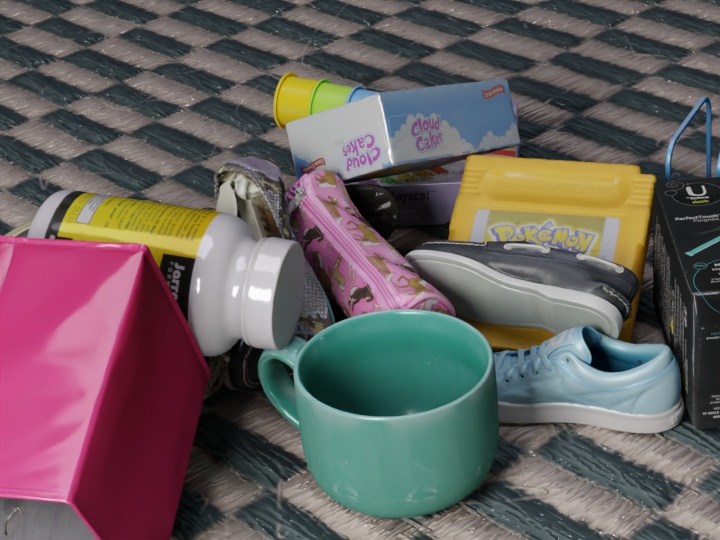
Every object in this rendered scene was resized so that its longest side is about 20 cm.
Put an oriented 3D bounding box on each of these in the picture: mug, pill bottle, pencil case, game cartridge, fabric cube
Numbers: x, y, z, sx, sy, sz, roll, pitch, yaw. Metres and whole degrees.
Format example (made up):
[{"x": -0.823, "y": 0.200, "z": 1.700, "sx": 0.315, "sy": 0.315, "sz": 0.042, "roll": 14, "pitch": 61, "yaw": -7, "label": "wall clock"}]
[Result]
[{"x": 0.023, "y": 0.110, "z": 1.374, "sx": 0.152, "sy": 0.114, "sz": 0.185, "roll": -17, "pitch": 31, "yaw": -18, "label": "mug"}, {"x": -0.150, "y": 0.005, "z": 1.381, "sx": 0.200, "sy": 0.113, "sz": 0.112, "roll": 8, "pitch": 32, "yaw": 14, "label": "pill bottle"}, {"x": 0.000, "y": 0.000, "z": 1.499, "sx": 0.086, "sy": 0.083, "sz": 0.200, "roll": -1, "pitch": 37, "yaw": -39, "label": "pencil case"}, {"x": 0.158, "y": -0.010, "z": 1.554, "sx": 0.176, "sy": 0.032, "sz": 0.200, "roll": 4, "pitch": 61, "yaw": 18, "label": "game cartridge"}, {"x": -0.240, "y": 0.108, "z": 1.273, "sx": 0.200, "sy": 0.196, "sz": 0.199, "roll": 3, "pitch": 60, "yaw": 14, "label": "fabric cube"}]

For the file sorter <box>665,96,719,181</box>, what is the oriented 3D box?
[{"x": 0.387, "y": -0.073, "z": 1.622, "sx": 0.200, "sy": 0.123, "sz": 0.139, "roll": 10, "pitch": 34, "yaw": 25, "label": "file sorter"}]

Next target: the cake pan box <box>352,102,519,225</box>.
[{"x": 0.063, "y": -0.109, "z": 1.816, "sx": 0.200, "sy": 0.052, "sz": 0.184, "roll": -2, "pitch": 28, "yaw": 8, "label": "cake pan box"}]

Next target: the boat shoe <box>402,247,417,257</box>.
[{"x": 0.133, "y": -0.014, "z": 1.628, "sx": 0.201, "sy": 0.063, "sz": 0.074, "roll": -2, "pitch": 31, "yaw": 10, "label": "boat shoe"}]

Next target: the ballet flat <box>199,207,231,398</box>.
[{"x": -0.122, "y": 0.021, "z": 1.472, "sx": 0.046, "sy": 0.067, "sz": 0.200, "roll": -39, "pitch": 32, "yaw": 37, "label": "ballet flat"}]

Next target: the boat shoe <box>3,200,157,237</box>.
[{"x": -0.260, "y": -0.018, "z": 1.689, "sx": 0.200, "sy": 0.073, "sz": 0.065, "roll": -21, "pitch": 28, "yaw": -25, "label": "boat shoe"}]

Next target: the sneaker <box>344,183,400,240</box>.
[{"x": -0.060, "y": -0.039, "z": 1.653, "sx": 0.200, "sy": 0.076, "sz": 0.116, "roll": -25, "pitch": 20, "yaw": 8, "label": "sneaker"}]

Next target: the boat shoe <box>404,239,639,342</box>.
[{"x": 0.134, "y": 0.008, "z": 1.493, "sx": 0.200, "sy": 0.076, "sz": 0.060, "roll": 18, "pitch": 55, "yaw": 22, "label": "boat shoe"}]

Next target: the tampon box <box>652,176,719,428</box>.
[{"x": 0.327, "y": 0.019, "z": 1.466, "sx": 0.150, "sy": 0.126, "sz": 0.200, "roll": -4, "pitch": 29, "yaw": 2, "label": "tampon box"}]

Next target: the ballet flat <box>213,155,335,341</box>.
[{"x": -0.080, "y": -0.004, "z": 1.472, "sx": 0.072, "sy": 0.072, "sz": 0.200, "roll": -14, "pitch": 69, "yaw": -14, "label": "ballet flat"}]

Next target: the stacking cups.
[{"x": 0.014, "y": -0.161, "z": 1.811, "sx": 0.200, "sy": 0.061, "sz": 0.061, "roll": 9, "pitch": 33, "yaw": 21, "label": "stacking cups"}]

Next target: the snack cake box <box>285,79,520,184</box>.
[{"x": 0.042, "y": -0.125, "z": 1.639, "sx": 0.115, "sy": 0.067, "sz": 0.200, "roll": -11, "pitch": 1, "yaw": 40, "label": "snack cake box"}]

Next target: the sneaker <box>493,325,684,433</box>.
[{"x": 0.161, "y": 0.075, "z": 1.443, "sx": 0.200, "sy": 0.082, "sz": 0.074, "roll": 3, "pitch": 30, "yaw": 15, "label": "sneaker"}]

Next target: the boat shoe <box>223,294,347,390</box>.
[{"x": -0.039, "y": 0.049, "z": 1.536, "sx": 0.063, "sy": 0.073, "sz": 0.200, "roll": 14, "pitch": 30, "yaw": 36, "label": "boat shoe"}]
